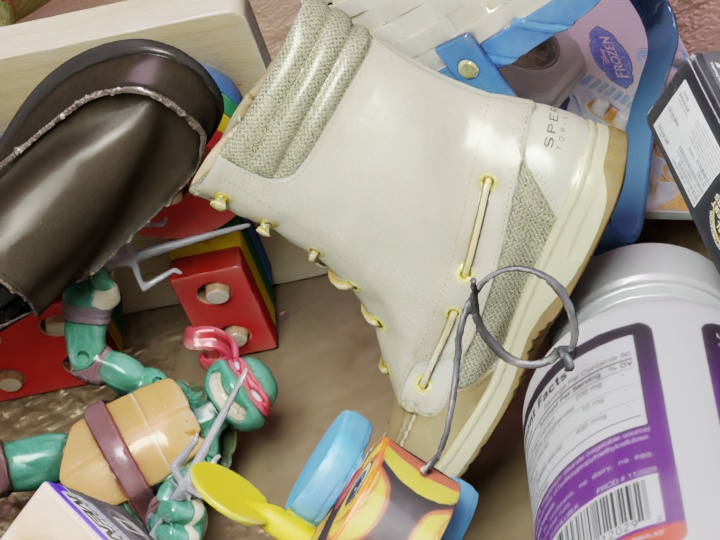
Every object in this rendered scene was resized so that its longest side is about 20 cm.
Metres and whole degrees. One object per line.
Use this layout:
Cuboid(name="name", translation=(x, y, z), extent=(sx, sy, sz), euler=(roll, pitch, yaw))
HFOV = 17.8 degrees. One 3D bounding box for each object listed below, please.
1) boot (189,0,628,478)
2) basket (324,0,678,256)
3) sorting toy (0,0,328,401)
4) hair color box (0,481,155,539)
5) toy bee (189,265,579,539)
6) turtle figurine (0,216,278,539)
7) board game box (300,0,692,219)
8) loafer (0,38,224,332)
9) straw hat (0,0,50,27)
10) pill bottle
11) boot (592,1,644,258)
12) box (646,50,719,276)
Cuboid(name="boot", translation=(0.000, 0.000, 0.930), extent=(0.154, 0.201, 0.072), euler=(24, 26, -7))
Cuboid(name="basket", translation=(0.067, -0.124, 0.980), extent=(0.139, 0.200, 0.177), euler=(-22, 32, 29))
Cuboid(name="sorting toy", translation=(-0.125, -0.024, 1.052), extent=(0.199, 0.199, 0.070), euler=(-11, 54, 7))
Cuboid(name="hair color box", translation=(-0.124, 0.188, 0.805), extent=(0.109, 0.065, 0.200), euler=(39, 92, 29))
Cuboid(name="toy bee", translation=(-0.004, 0.097, 0.856), extent=(0.130, 0.201, 0.109), euler=(16, 36, 9))
Cuboid(name="turtle figurine", translation=(-0.104, 0.076, 0.990), extent=(0.199, 0.101, 0.150), euler=(-33, 54, -5))
Cuboid(name="board game box", translation=(0.074, -0.107, 1.073), extent=(0.199, 0.026, 0.201), euler=(1, 49, -25))
Cuboid(name="loafer", translation=(-0.131, -0.015, 0.947), extent=(0.200, 0.073, 0.072), euler=(-40, 31, 27))
Cuboid(name="straw hat", translation=(-0.234, -0.116, 1.280), extent=(0.200, 0.201, 0.086), euler=(-17, 81, 0))
Cuboid(name="pill bottle", translation=(0.121, 0.083, 0.891), extent=(0.111, 0.112, 0.201), euler=(-11, 39, 8))
Cuboid(name="boot", translation=(0.105, -0.064, 1.110), extent=(0.153, 0.074, 0.203), euler=(-29, 43, -22))
Cuboid(name="box", translation=(0.221, 0.000, 0.899), extent=(0.160, 0.049, 0.201), euler=(-8, 60, -26))
